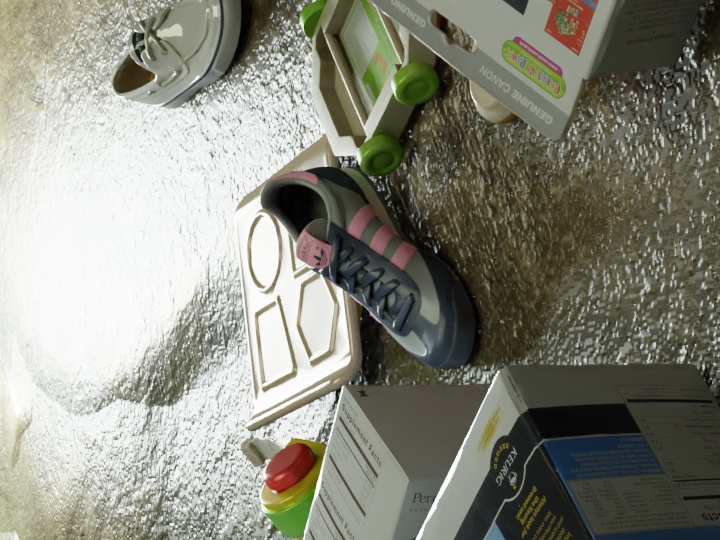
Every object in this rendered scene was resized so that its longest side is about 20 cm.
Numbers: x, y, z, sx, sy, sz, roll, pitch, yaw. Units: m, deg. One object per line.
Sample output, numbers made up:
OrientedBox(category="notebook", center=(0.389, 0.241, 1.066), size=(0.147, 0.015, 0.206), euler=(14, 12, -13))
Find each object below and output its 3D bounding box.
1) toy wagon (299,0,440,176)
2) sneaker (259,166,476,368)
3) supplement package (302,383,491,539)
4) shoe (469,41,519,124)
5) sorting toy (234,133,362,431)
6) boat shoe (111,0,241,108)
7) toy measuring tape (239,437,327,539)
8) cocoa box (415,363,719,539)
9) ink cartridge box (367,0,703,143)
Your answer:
OrientedBox(category="toy wagon", center=(0.015, -0.171, 1.390), size=(0.200, 0.039, 0.155), euler=(-62, 38, 41))
OrientedBox(category="sneaker", center=(0.000, 0.000, 1.354), size=(0.200, 0.082, 0.070), euler=(47, 126, 40))
OrientedBox(category="supplement package", center=(0.034, 0.184, 1.266), size=(0.110, 0.113, 0.201), euler=(-127, 44, -52))
OrientedBox(category="shoe", center=(0.091, -0.188, 1.221), size=(0.070, 0.053, 0.201), euler=(43, 127, 56))
OrientedBox(category="sorting toy", center=(-0.044, 0.010, 1.518), size=(0.185, 0.036, 0.201), euler=(-31, 58, 59))
OrientedBox(category="boat shoe", center=(-0.164, -0.193, 1.711), size=(0.200, 0.070, 0.071), euler=(-29, 64, 60))
OrientedBox(category="toy measuring tape", center=(-0.057, 0.163, 1.488), size=(0.200, 0.073, 0.074), euler=(2, 91, 61))
OrientedBox(category="cocoa box", center=(0.119, 0.165, 1.074), size=(0.131, 0.133, 0.200), euler=(63, 143, 41))
OrientedBox(category="ink cartridge box", center=(0.098, -0.197, 1.111), size=(0.200, 0.084, 0.176), euler=(42, 129, 32))
